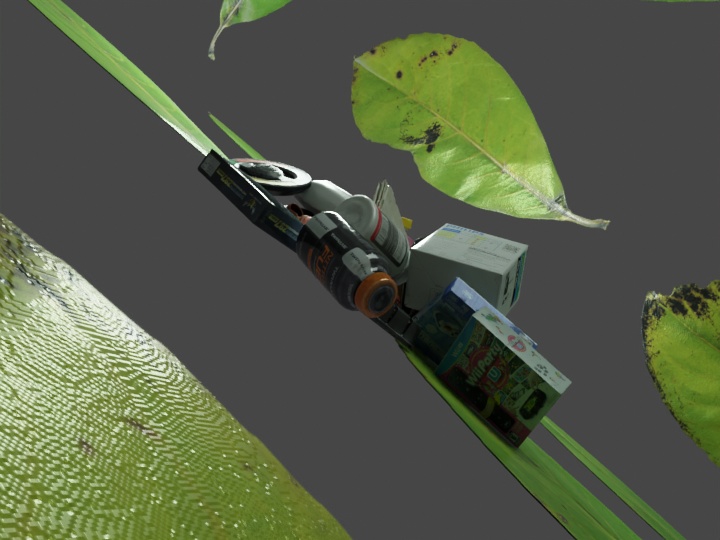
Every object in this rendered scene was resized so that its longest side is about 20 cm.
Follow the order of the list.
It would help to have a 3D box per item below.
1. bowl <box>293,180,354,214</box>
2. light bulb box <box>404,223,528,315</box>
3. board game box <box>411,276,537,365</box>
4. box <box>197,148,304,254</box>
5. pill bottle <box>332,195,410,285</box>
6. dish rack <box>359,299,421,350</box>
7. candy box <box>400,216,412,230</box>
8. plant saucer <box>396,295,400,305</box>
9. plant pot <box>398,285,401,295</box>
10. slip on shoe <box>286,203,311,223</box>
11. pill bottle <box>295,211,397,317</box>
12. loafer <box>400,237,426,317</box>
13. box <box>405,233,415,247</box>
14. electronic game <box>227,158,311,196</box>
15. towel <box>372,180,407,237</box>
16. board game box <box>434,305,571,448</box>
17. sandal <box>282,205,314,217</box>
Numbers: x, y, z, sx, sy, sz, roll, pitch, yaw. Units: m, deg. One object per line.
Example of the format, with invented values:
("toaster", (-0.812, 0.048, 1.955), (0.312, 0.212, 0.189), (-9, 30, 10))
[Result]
("bowl", (-0.035, -0.113, 1.661), (0.198, 0.075, 0.200), (33, -9, 36))
("light bulb box", (0.217, 0.009, 1.550), (0.194, 0.128, 0.199), (17, 24, 23))
("board game box", (0.203, 0.132, 1.465), (0.199, 0.044, 0.199), (40, -38, -3))
("box", (-0.183, -0.119, 1.359), (0.200, 0.051, 0.157), (43, 5, 36))
("pill bottle", (0.029, -0.050, 1.492), (0.111, 0.111, 0.200), (43, 1, 42))
("dish rack", (0.030, 0.059, 1.431), (0.153, 0.055, 0.200), (40, 2, -21))
("candy box", (0.016, -0.131, 1.815), (0.196, 0.027, 0.102), (18, -9, -19))
("plant saucer", (0.000, 0.000, 1.632), (0.199, 0.037, 0.200), (40, 3, -20))
("plant pot", (0.145, 0.052, 1.776), (0.139, 0.204, 0.200), (22, 0, 13))
("slip on shoe", (-0.112, -0.075, 1.483), (0.074, 0.061, 0.200), (39, 6, -36))
("pill bottle", (-0.019, -0.006, 1.258), (0.106, 0.107, 0.200), (35, 7, -46))
("loafer", (0.122, 0.023, 1.661), (0.070, 0.205, 0.063), (9, -11, 15))
("box", (0.026, -0.056, 1.848), (0.172, 0.099, 0.200), (14, -5, 20))
("electronic game", (-0.198, -0.200, 1.594), (0.195, 0.043, 0.201), (10, 20, -4))
("towel", (0.060, -0.078, 1.640), (0.134, 0.034, 0.203), (-71, 150, -44))
("board game box", (0.247, 0.187, 1.348), (0.199, 0.149, 0.064), (42, 34, 18))
("sandal", (-0.110, -0.084, 1.609), (0.074, 0.049, 0.199), (-8, 32, -43))
